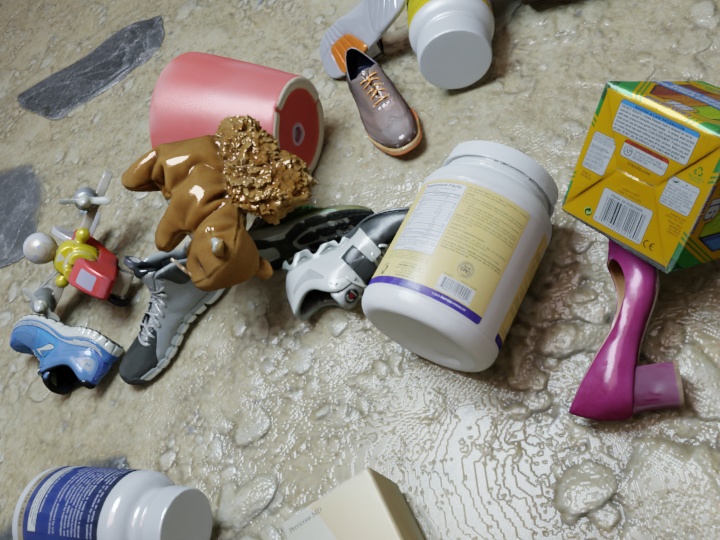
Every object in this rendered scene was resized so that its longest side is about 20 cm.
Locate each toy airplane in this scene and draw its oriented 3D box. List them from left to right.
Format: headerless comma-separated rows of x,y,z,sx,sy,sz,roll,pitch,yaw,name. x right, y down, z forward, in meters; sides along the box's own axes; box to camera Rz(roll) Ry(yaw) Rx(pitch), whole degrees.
-0.422,-0.028,0.996,0.199,0.141,0.200,-24,62,37,toy airplane

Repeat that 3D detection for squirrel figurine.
-0.154,-0.077,0.797,0.200,0.142,0.187,-38,49,10,squirrel figurine

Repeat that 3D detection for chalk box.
0.307,-0.094,0.617,0.200,0.124,0.125,-13,39,-35,chalk box

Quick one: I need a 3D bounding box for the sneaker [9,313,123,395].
-0.426,0.119,0.946,0.200,0.079,0.089,6,61,32,sneaker

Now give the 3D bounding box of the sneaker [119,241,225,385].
-0.269,0.045,0.881,0.075,0.116,0.200,26,75,38,sneaker

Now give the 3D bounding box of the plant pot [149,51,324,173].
-0.159,-0.198,0.944,0.177,0.200,0.201,9,65,22,plant pot

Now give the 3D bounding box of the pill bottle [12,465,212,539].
-0.263,0.270,0.732,0.200,0.111,0.111,-6,57,26,pill bottle

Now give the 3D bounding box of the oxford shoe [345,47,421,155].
0.021,-0.231,0.927,0.071,0.073,0.200,-33,50,6,oxford shoe

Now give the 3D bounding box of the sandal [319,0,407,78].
0.016,-0.349,0.999,0.207,0.059,0.079,-26,78,49,sandal

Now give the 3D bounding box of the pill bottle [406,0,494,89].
0.120,-0.350,0.923,0.114,0.114,0.200,-15,54,21,pill bottle

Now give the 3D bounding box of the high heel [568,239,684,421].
0.229,0.037,0.634,0.096,0.067,0.200,-8,59,12,high heel

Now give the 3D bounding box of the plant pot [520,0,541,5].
0.273,-0.441,0.871,0.200,0.187,0.187,-29,49,27,plant pot

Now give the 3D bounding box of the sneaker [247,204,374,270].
-0.074,-0.063,0.876,0.200,0.077,0.089,-11,47,20,sneaker

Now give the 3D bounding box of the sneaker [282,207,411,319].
0.000,0.000,0.792,0.200,0.074,0.089,-27,50,24,sneaker

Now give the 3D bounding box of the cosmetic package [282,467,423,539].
0.019,0.285,0.580,0.105,0.071,0.200,-36,49,4,cosmetic package

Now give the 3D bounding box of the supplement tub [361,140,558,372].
0.105,-0.015,0.691,0.145,0.145,0.200,16,68,36,supplement tub
